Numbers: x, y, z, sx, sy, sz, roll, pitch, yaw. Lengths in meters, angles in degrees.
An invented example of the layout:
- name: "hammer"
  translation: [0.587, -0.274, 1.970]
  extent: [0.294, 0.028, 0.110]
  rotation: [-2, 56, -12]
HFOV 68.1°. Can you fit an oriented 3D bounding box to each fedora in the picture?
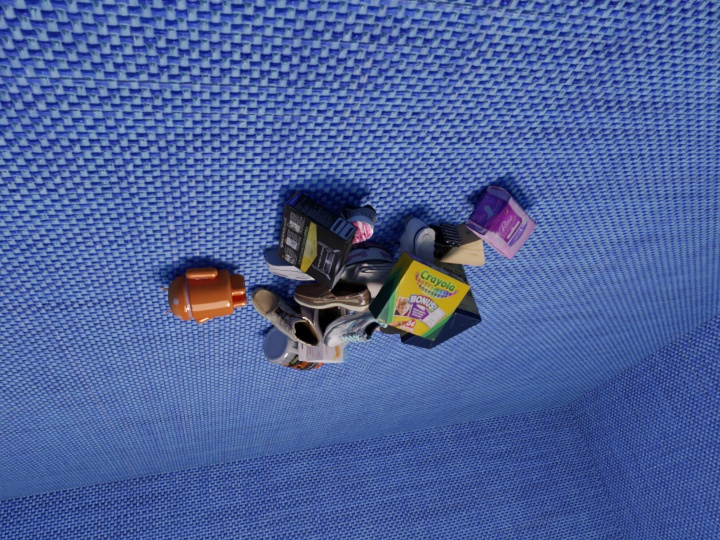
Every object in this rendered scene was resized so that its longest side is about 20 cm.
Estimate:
- name: "fedora"
  translation: [-0.110, 0.117, 1.519]
  extent: [0.090, 0.178, 0.200]
  rotation: [6, 157, 30]

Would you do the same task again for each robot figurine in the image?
- name: "robot figurine"
  translation: [-0.382, 0.062, 1.311]
  extent: [0.198, 0.118, 0.144]
  rotation: [-7, 169, -13]

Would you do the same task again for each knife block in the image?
- name: "knife block"
  translation: [0.237, -0.059, 1.427]
  extent: [0.174, 0.064, 0.200]
  rotation: [-18, 151, 8]

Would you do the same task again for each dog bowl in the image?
- name: "dog bowl"
  translation: [0.000, 0.000, 1.416]
  extent: [0.198, 0.074, 0.201]
  rotation: [-10, 150, -6]

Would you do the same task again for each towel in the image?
- name: "towel"
  translation: [0.030, 0.039, 1.388]
  extent: [0.131, 0.035, 0.200]
  rotation: [0, 149, -20]

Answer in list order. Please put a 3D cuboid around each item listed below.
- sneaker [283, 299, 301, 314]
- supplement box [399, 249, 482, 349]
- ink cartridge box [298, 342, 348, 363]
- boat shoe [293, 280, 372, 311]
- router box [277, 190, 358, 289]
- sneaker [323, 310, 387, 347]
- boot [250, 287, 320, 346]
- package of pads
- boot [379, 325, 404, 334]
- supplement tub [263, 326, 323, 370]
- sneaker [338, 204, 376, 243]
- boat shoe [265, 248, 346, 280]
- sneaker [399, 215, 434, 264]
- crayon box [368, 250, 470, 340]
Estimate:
- name: "sneaker"
  translation: [-0.183, 0.138, 1.564]
  extent: [0.199, 0.083, 0.071]
  rotation: [11, 142, -40]
- name: "supplement box"
  translation: [0.206, 0.087, 1.524]
  extent: [0.200, 0.201, 0.134]
  rotation: [-35, 145, 32]
- name: "ink cartridge box"
  translation: [-0.113, 0.229, 1.675]
  extent: [0.067, 0.116, 0.200]
  rotation: [-8, 166, 28]
- name: "boat shoe"
  translation: [-0.071, 0.049, 1.325]
  extent: [0.201, 0.075, 0.075]
  rotation: [3, 135, 9]
- name: "router box"
  translation: [-0.101, -0.063, 1.195]
  extent: [0.157, 0.052, 0.200]
  rotation: [32, 146, 6]
- name: "sneaker"
  translation: [-0.014, 0.159, 1.429]
  extent: [0.199, 0.087, 0.078]
  rotation: [-35, 144, 16]
- name: "boot"
  translation: [-0.198, 0.124, 1.416]
  extent: [0.200, 0.072, 0.154]
  rotation: [46, 165, -18]
- name: "package of pads"
  translation: [0.355, -0.116, 1.329]
  extent: [0.200, 0.076, 0.121]
  rotation: [26, 98, -50]
- name: "boot"
  translation: [0.118, 0.065, 1.472]
  extent: [0.069, 0.175, 0.200]
  rotation: [29, 122, -33]
- name: "supplement tub"
  translation: [-0.205, 0.252, 1.711]
  extent: [0.122, 0.123, 0.200]
  rotation: [-30, 147, 26]
- name: "sneaker"
  translation: [-0.037, -0.102, 1.223]
  extent: [0.199, 0.088, 0.074]
  rotation: [-13, 125, 42]
- name: "boat shoe"
  translation: [-0.134, -0.010, 1.320]
  extent: [0.198, 0.074, 0.066]
  rotation: [12, 148, 2]
- name: "sneaker"
  translation: [0.135, -0.044, 1.346]
  extent: [0.076, 0.080, 0.201]
  rotation: [-24, 138, -31]
- name: "crayon box"
  translation: [0.147, 0.067, 1.318]
  extent: [0.199, 0.058, 0.173]
  rotation: [22, 108, -33]
